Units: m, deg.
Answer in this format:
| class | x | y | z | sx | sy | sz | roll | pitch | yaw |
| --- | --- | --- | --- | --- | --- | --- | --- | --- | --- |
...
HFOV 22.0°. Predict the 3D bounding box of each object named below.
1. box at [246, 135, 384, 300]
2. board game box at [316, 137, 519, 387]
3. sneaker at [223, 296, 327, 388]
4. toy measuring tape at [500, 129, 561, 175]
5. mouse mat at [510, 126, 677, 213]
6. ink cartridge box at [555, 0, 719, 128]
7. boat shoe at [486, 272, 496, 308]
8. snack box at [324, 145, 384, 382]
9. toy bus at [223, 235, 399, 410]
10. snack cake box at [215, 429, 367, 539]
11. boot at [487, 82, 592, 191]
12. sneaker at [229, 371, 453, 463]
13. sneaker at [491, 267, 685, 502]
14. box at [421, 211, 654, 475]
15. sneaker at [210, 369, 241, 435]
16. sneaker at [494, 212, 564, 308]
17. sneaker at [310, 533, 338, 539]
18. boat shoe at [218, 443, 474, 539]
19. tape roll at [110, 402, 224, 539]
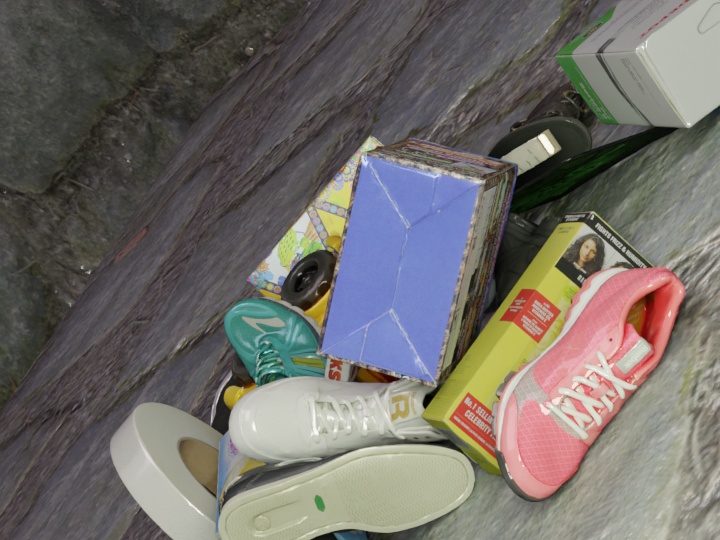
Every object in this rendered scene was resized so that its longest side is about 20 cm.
| class | x | y | z | sx | sy | sz | roll | pitch | yaw |
| --- | --- | --- | --- | --- | --- | --- | --- | --- | --- |
| box | -0.006 | -0.029 | 1.922 | 0.193 | 0.122 | 0.200 | -49 | 2 | 3 |
| board game box | 0.049 | -0.012 | 1.455 | 0.200 | 0.096 | 0.161 | -27 | -49 | -77 |
| sneaker | -0.061 | 0.092 | 1.609 | 0.078 | 0.079 | 0.200 | -53 | 54 | 17 |
| toy measuring tape | 0.118 | -0.081 | 1.688 | 0.200 | 0.074 | 0.074 | -34 | 21 | 41 |
| mouse mat | 0.175 | -0.078 | 1.605 | 0.160 | 0.008 | 0.200 | -20 | -7 | -37 |
| ink cartridge box | 0.270 | -0.193 | 1.561 | 0.146 | 0.084 | 0.200 | -38 | 12 | -6 |
| boat shoe | 0.086 | -0.002 | 1.737 | 0.057 | 0.069 | 0.200 | -52 | 11 | -12 |
| snack box | 0.000 | 0.000 | 1.552 | 0.072 | 0.024 | 0.201 | -57 | -22 | -60 |
| toy bus | -0.003 | 0.087 | 1.697 | 0.201 | 0.136 | 0.192 | -54 | 30 | -9 |
| snack cake box | -0.059 | 0.193 | 1.577 | 0.067 | 0.115 | 0.200 | -50 | 14 | 11 |
| boot | 0.178 | -0.134 | 1.776 | 0.200 | 0.069 | 0.174 | -32 | 13 | 50 |
| sneaker | 0.002 | 0.111 | 1.497 | 0.115 | 0.199 | 0.074 | -25 | 71 | 54 |
| sneaker | 0.161 | 0.070 | 1.292 | 0.201 | 0.074 | 0.087 | -57 | 16 | -26 |
| box | 0.136 | 0.054 | 1.412 | 0.200 | 0.075 | 0.050 | -52 | 14 | -12 |
| sneaker | -0.119 | 0.167 | 1.947 | 0.099 | 0.071 | 0.201 | -25 | 34 | 56 |
| sneaker | 0.140 | 0.004 | 1.548 | 0.091 | 0.076 | 0.200 | -61 | 11 | -6 |
| sneaker | -0.021 | 0.260 | 1.390 | 0.088 | 0.074 | 0.201 | -35 | 25 | 27 |
| boat shoe | -0.012 | 0.166 | 1.432 | 0.199 | 0.072 | 0.068 | -12 | 15 | 2 |
| tape roll | -0.128 | 0.195 | 1.610 | 0.037 | 0.202 | 0.203 | -49 | 13 | 10 |
